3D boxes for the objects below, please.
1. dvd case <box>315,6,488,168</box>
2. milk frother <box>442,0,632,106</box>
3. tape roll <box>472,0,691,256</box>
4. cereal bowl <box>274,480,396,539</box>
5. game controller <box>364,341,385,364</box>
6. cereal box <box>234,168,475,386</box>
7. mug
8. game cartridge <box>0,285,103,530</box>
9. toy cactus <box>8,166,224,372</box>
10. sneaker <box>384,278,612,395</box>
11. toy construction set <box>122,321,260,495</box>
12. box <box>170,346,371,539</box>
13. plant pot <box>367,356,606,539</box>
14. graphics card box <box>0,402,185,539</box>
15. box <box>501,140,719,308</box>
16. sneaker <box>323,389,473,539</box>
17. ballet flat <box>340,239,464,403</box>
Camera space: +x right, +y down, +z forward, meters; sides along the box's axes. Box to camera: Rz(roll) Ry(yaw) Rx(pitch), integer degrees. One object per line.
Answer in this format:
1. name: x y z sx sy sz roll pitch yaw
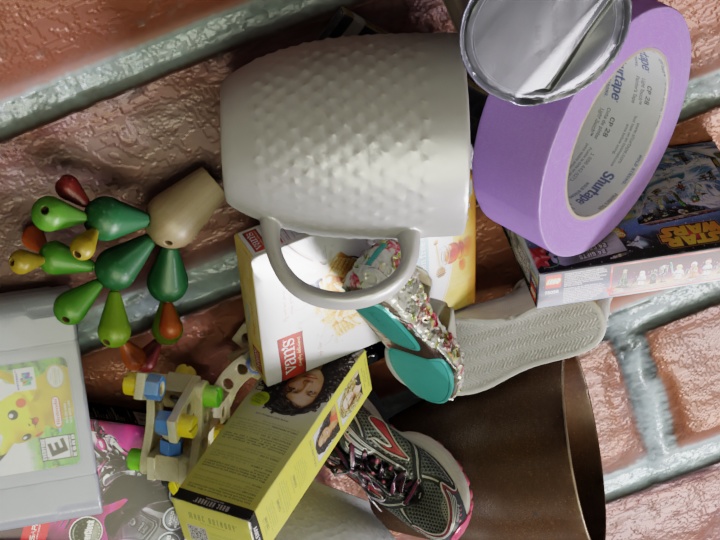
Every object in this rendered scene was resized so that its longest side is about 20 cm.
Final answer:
1. dvd case: 0.020 -0.109 1.211 0.199 0.016 0.149 24 121 -31
2. milk frother: 0.057 -0.228 1.007 0.198 0.189 0.182 -12 131 -4
3. tape roll: 0.169 -0.114 1.140 0.200 0.065 0.202 -38 143 -35
4. cereal bowl: -0.050 0.229 1.342 0.199 0.199 0.084 24 80 -30
5. game controller: -0.001 0.007 1.273 0.103 0.042 0.200 -24 139 8
6. cereal box: 0.000 0.000 1.215 0.198 0.040 0.145 -22 136 -18
7. mug: -0.013 -0.071 1.098 0.173 0.202 0.148 -2 168 -2
8. game cartridge: -0.291 0.119 1.255 0.132 0.040 0.202 -8 105 -7
9. toy cactus: -0.178 -0.018 1.204 0.165 0.102 0.200 -41 127 -4
10. sneaker: 0.126 0.048 1.316 0.198 0.116 0.074 -12 103 21
11. toy construction set: -0.130 0.112 1.266 0.091 0.200 0.133 11 113 26
12. box: -0.067 0.137 1.215 0.075 0.201 0.050 11 134 25
13. plant pot: 0.110 0.177 1.384 0.198 0.188 0.188 -10 133 16
14. graphics card box: -0.240 0.182 1.337 0.198 0.051 0.127 12 100 -24
15. box: 0.220 -0.040 1.238 0.198 0.138 0.040 -8 131 -7
16. sneaker: 0.011 0.166 1.309 0.074 0.199 0.081 -16 140 -58
17. ballet flat: 0.046 0.040 1.207 0.075 0.064 0.200 16 158 27
